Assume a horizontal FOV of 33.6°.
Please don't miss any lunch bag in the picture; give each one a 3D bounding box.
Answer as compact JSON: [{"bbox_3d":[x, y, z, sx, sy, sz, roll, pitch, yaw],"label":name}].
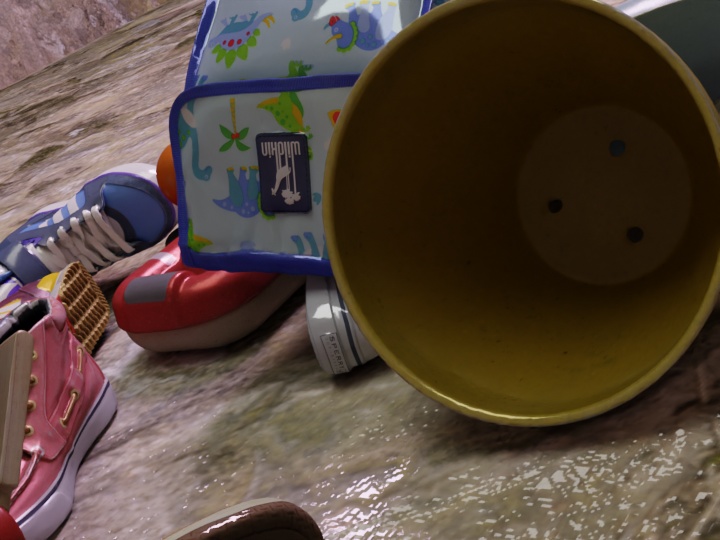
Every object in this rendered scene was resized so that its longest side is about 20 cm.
[{"bbox_3d":[-0.019,-0.091,0.733,0.170,0.127,0.200,2,71,31],"label":"lunch bag"}]

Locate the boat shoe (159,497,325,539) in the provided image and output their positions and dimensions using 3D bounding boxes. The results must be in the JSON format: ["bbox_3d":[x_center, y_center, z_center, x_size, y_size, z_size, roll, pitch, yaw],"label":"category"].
[{"bbox_3d":[-0.103,0.160,0.480,0.200,0.072,0.076,-34,11,-27],"label":"boat shoe"}]

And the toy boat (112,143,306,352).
[{"bbox_3d":[-0.105,-0.037,0.876,0.130,0.131,0.200,-7,26,36],"label":"toy boat"}]

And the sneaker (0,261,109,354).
[{"bbox_3d":[-0.256,0.063,0.893,0.090,0.075,0.200,-27,12,15],"label":"sneaker"}]

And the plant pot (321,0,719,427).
[{"bbox_3d":[0.101,-0.034,0.603,0.200,0.200,0.142,-12,0,29],"label":"plant pot"}]

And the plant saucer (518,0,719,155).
[{"bbox_3d":[0.182,-0.109,0.696,0.200,0.200,0.027,-18,64,15],"label":"plant saucer"}]

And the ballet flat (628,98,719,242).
[{"bbox_3d":[0.239,-0.076,0.688,0.200,0.067,0.068,-22,20,5],"label":"ballet flat"}]

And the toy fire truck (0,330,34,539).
[{"bbox_3d":[-0.244,0.134,0.613,0.176,0.129,0.200,-6,22,41],"label":"toy fire truck"}]

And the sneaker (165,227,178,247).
[{"bbox_3d":[-0.084,-0.076,1.017,0.200,0.089,0.074,-24,21,2],"label":"sneaker"}]

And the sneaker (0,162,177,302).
[{"bbox_3d":[-0.250,-0.007,1.016,0.200,0.081,0.146,-15,31,36],"label":"sneaker"}]

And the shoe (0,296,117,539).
[{"bbox_3d":[-0.211,0.093,0.721,0.071,0.091,0.200,-18,22,15],"label":"shoe"}]

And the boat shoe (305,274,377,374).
[{"bbox_3d":[0.000,0.000,0.774,0.067,0.074,0.200,-15,33,3],"label":"boat shoe"}]
